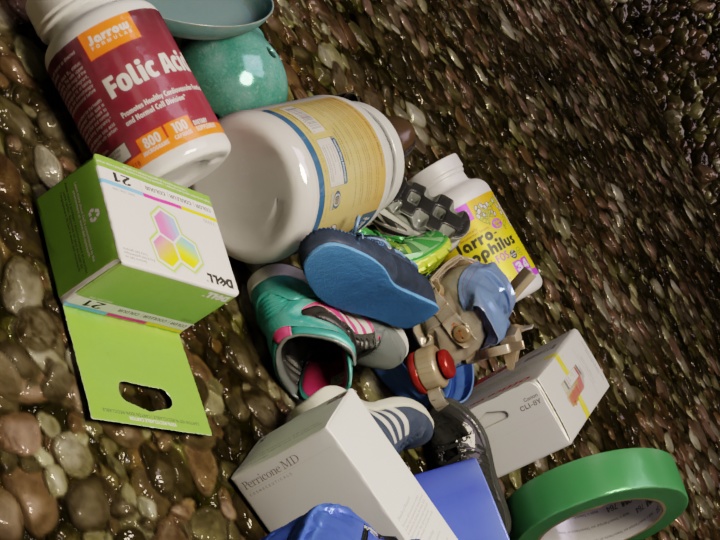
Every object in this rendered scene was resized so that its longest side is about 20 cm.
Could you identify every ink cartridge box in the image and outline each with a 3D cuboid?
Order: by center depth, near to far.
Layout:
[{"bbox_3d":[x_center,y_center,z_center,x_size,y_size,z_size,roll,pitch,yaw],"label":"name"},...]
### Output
[{"bbox_3d":[-0.169,0.024,1.125,0.148,0.076,0.201,19,44,-54],"label":"ink cartridge box"},{"bbox_3d":[0.181,0.156,1.546,0.084,0.145,0.200,60,25,0],"label":"ink cartridge box"}]

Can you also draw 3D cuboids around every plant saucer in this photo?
[{"bbox_3d":[-0.186,-0.276,1.377,0.199,0.028,0.201,12,30,-7],"label":"plant saucer"}]

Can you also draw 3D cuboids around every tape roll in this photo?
[{"bbox_3d":[0.253,0.259,1.496,0.200,0.200,0.048,26,41,-49],"label":"tape roll"}]

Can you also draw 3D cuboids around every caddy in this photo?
[{"bbox_3d":[0.092,0.275,1.293,0.141,0.104,0.201,72,-3,-70],"label":"caddy"}]

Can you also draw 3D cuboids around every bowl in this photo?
[{"bbox_3d":[0.053,0.066,1.532,0.201,0.039,0.201,42,29,-31],"label":"bowl"}]

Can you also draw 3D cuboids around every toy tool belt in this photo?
[{"bbox_3d":[0.122,0.054,1.458,0.125,0.122,0.200,63,21,-16],"label":"toy tool belt"}]

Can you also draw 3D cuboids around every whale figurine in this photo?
[{"bbox_3d":[-0.126,-0.220,1.440,0.159,0.103,0.201,46,30,-25],"label":"whale figurine"}]

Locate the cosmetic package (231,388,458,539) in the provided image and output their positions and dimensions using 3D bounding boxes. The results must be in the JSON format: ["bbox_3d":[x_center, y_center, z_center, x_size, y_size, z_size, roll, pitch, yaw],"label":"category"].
[{"bbox_3d":[-0.004,0.216,1.177,0.200,0.113,0.081,53,25,-9],"label":"cosmetic package"}]

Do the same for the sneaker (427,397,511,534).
[{"bbox_3d":[0.108,0.233,1.419,0.201,0.060,0.104,68,23,1],"label":"sneaker"}]

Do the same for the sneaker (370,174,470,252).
[{"bbox_3d":[0.026,-0.076,1.620,0.200,0.089,0.074,35,53,1],"label":"sneaker"}]

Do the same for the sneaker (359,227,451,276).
[{"bbox_3d":[0.024,-0.017,1.443,0.200,0.074,0.084,-20,73,-49],"label":"sneaker"}]

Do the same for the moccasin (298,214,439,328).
[{"bbox_3d":[0.000,0.000,1.319,0.200,0.080,0.068,35,31,-53],"label":"moccasin"}]

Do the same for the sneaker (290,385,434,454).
[{"bbox_3d":[0.013,0.168,1.296,0.200,0.075,0.085,14,42,-52],"label":"sneaker"}]

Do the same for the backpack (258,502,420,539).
[{"bbox_3d":[-0.005,0.276,1.048,0.200,0.168,0.163,50,19,-9],"label":"backpack"}]

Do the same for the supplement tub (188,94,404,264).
[{"bbox_3d":[-0.058,-0.095,1.353,0.200,0.144,0.145,-22,81,-55],"label":"supplement tub"}]

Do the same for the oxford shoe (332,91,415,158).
[{"bbox_3d":[-0.004,-0.158,1.549,0.199,0.085,0.073,-7,55,-43],"label":"oxford shoe"}]

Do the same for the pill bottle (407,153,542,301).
[{"bbox_3d":[0.138,-0.043,1.734,0.201,0.104,0.104,60,25,3],"label":"pill bottle"}]

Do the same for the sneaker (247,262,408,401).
[{"bbox_3d":[-0.020,0.079,1.326,0.199,0.084,0.121,27,34,-36],"label":"sneaker"}]

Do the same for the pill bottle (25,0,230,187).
[{"bbox_3d":[-0.208,-0.167,1.219,0.201,0.114,0.114,61,25,4],"label":"pill bottle"}]
